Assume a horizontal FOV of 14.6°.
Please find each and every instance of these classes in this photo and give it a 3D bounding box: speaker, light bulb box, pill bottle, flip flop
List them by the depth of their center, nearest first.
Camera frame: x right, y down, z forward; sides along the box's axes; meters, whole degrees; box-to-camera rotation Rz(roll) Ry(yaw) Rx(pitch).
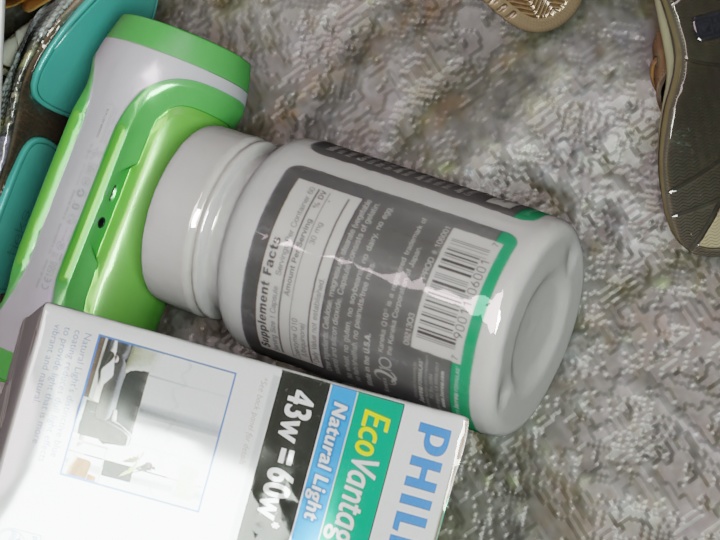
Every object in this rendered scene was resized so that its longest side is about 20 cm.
[{"bbox_3d":[-0.074,0.101,1.320,0.200,0.198,0.125,16,85,-8],"label":"light bulb box"},{"bbox_3d":[0.172,-0.107,1.379,0.081,0.058,0.200,-11,94,-9],"label":"flip flop"},{"bbox_3d":[0.000,0.000,1.393,0.200,0.113,0.113,19,86,22],"label":"pill bottle"},{"bbox_3d":[-0.126,-0.027,1.457,0.088,0.088,0.200,20,86,21],"label":"speaker"}]

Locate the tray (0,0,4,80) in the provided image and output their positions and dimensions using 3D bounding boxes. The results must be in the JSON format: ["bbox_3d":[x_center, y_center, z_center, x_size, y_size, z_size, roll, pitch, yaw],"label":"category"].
[{"bbox_3d":[-0.255,-0.126,1.492,0.200,0.022,0.108,20,113,45],"label":"tray"}]

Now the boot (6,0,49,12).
[{"bbox_3d":[-0.147,-0.215,1.492,0.201,0.071,0.144,-19,55,26],"label":"boot"}]

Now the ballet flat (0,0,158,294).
[{"bbox_3d":[-0.179,-0.086,1.498,0.072,0.072,0.201,25,87,21],"label":"ballet flat"}]

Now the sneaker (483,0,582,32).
[{"bbox_3d":[0.044,-0.214,1.450,0.071,0.112,0.200,-34,102,-3],"label":"sneaker"}]
